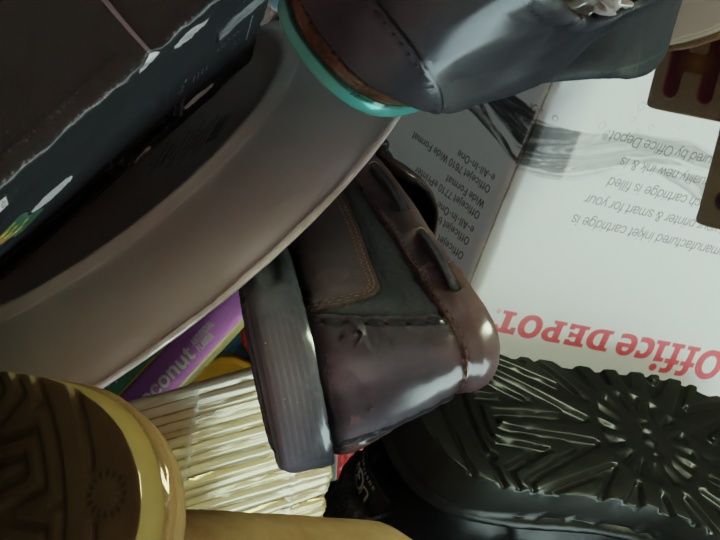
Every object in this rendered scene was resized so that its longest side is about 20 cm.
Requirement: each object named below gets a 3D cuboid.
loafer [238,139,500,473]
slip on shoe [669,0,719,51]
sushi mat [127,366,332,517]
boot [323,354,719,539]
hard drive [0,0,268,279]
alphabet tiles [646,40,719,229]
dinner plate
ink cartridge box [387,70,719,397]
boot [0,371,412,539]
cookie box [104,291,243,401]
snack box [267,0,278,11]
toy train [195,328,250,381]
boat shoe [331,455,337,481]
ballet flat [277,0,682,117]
[{"bbox_3d":[0.000,0.000,0.729,0.063,0.072,0.200,-11,-161,1],"label":"loafer"},{"bbox_3d":[0.151,-0.097,0.758,0.200,0.061,0.076,-25,-153,55],"label":"slip on shoe"},{"bbox_3d":[-0.086,0.083,0.758,0.200,0.012,0.096,-15,124,-34],"label":"sushi mat"},{"bbox_3d":[0.056,0.109,0.935,0.158,0.211,0.080,-53,-146,34],"label":"boot"},{"bbox_3d":[-0.106,-0.011,0.615,0.200,0.038,0.140,-43,179,-7],"label":"hard drive"},{"bbox_3d":[0.164,-0.102,0.795,0.006,0.166,0.201,13,93,-43],"label":"alphabet tiles"},{"bbox_3d":[-0.069,-0.018,0.728,0.200,0.024,0.200,-30,-158,14],"label":"dinner plate"},{"bbox_3d":[0.097,-0.061,0.939,0.145,0.084,0.200,11,107,-37],"label":"ink cartridge box"},{"bbox_3d":[-0.048,0.076,0.674,0.175,0.066,0.200,-16,162,41],"label":"boot"},{"bbox_3d":[-0.123,0.050,0.882,0.171,0.075,0.200,-47,-176,-27],"label":"cookie box"},{"bbox_3d":[0.052,-0.152,0.640,0.200,0.037,0.116,-43,180,29],"label":"snack box"},{"bbox_3d":[-0.047,0.066,0.881,0.200,0.056,0.150,-49,-175,-32],"label":"toy train"},{"bbox_3d":[-0.053,0.042,1.023,0.072,0.202,0.060,-2,179,-17],"label":"boat shoe"},{"bbox_3d":[0.049,-0.080,0.621,0.073,0.073,0.200,-42,173,25],"label":"ballet flat"}]
